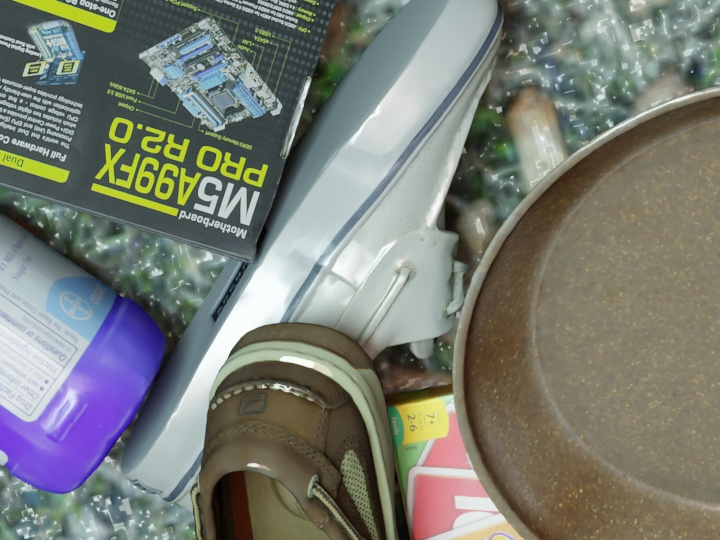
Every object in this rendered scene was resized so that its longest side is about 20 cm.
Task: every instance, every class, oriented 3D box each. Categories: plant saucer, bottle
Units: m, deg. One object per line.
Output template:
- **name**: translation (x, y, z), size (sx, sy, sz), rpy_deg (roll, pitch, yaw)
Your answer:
- **plant saucer**: translation (0.127, 0.022, 0.757), size (0.199, 0.037, 0.202), rpy_deg (0, 122, 0)
- **bottle**: translation (-0.158, -0.009, 0.788), size (0.199, 0.084, 0.065), rpy_deg (36, 97, -7)

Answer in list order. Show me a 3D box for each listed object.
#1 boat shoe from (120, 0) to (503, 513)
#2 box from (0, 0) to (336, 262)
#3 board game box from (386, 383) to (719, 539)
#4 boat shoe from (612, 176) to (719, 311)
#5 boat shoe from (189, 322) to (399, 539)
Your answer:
- **boat shoe**: translation (0.000, 0.000, 0.801), size (0.070, 0.071, 0.201), rpy_deg (30, 98, -14)
- **box**: translation (-0.102, -0.107, 0.750), size (0.199, 0.044, 0.161), rpy_deg (16, 93, -25)
- **board game box**: translation (0.114, 0.071, 0.824), size (0.198, 0.030, 0.096), rpy_deg (-12, 96, 1)
- **boat shoe**: translation (0.164, -0.030, 0.790), size (0.199, 0.071, 0.063), rpy_deg (-27, 98, 1)
- **boat shoe**: translation (-0.014, 0.118, 0.775), size (0.074, 0.075, 0.203), rpy_deg (-6, 122, 19)
